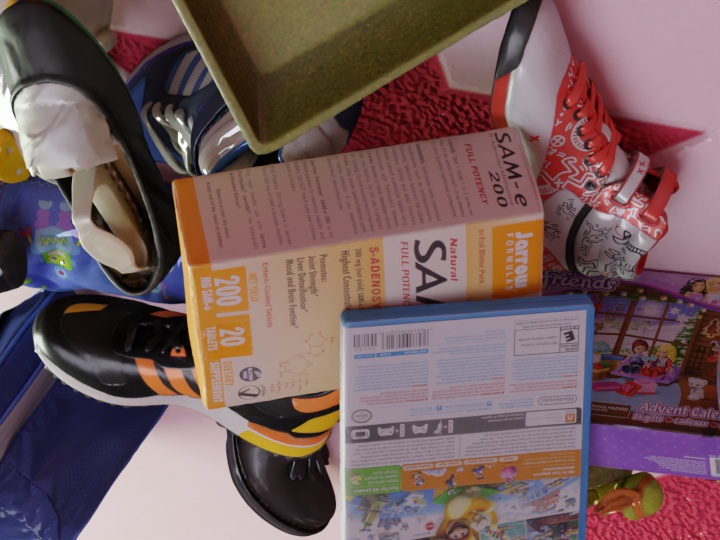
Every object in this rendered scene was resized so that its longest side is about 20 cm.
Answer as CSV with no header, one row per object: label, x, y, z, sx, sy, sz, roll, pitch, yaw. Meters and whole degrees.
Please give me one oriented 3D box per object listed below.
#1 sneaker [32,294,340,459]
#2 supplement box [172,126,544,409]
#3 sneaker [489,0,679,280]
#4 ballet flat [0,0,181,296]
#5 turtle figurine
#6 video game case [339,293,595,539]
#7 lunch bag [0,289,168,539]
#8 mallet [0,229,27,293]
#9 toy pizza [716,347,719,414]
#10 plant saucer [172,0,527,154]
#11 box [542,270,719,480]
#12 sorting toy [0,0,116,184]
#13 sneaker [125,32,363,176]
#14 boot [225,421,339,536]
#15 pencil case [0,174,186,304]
sneaker,-0.099,0.047,1.716,0.200,0.070,0.090,20,142,-9
supplement box,0.000,0.000,1.579,0.200,0.074,0.126,-10,138,-6
sneaker,0.132,-0.076,1.603,0.108,0.067,0.201,13,136,12
ballet flat,-0.153,-0.064,1.594,0.068,0.068,0.200,-11,130,23
turtle figurine,0.124,0.121,1.713,0.161,0.200,0.064,26,152,35
video game case,0.060,0.110,1.590,0.143,0.018,0.200,-4,116,-9
lunch bag,-0.233,0.111,1.834,0.132,0.200,0.136,42,138,-10
mallet,-0.257,-0.066,1.699,0.066,0.041,0.200,-2,125,15
toy pizza,0.294,0.069,1.585,0.200,0.200,0.032,34,164,-6
plant saucer,-0.020,-0.197,1.495,0.200,0.048,0.200,-31,116,-7
box,0.153,0.057,1.657,0.200,0.137,0.039,5,132,20
sorting toy,-0.237,-0.159,1.680,0.180,0.107,0.200,31,131,26
sneaker,-0.089,-0.077,1.643,0.200,0.147,0.081,-15,121,33
boot,-0.009,0.087,1.804,0.174,0.069,0.200,-9,122,30
pencil case,-0.132,-0.016,1.762,0.200,0.078,0.087,7,109,20
